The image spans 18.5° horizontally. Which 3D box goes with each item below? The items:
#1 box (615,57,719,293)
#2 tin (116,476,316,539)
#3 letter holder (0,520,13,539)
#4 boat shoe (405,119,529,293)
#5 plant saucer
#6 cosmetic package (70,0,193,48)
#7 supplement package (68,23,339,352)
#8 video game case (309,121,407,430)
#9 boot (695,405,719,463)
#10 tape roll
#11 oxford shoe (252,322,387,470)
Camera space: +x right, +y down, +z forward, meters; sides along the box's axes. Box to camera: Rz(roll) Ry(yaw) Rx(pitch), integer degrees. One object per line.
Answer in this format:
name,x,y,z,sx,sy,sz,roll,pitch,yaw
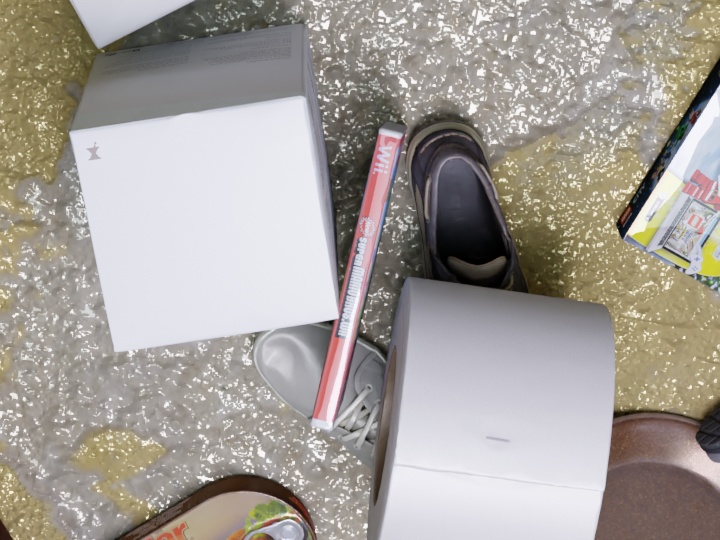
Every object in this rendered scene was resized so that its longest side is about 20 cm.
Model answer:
box,0.290,-0.078,1.562,0.136,0.038,0.201,28,106,-11
tin,-0.124,0.230,1.657,0.199,0.042,0.112,-30,112,9
letter holder,-0.265,0.276,1.579,0.100,0.142,0.201,-32,92,-4
boat shoe,0.076,-0.004,1.562,0.074,0.073,0.201,-18,109,5
plant saucer,0.223,0.201,1.604,0.199,0.201,0.037,14,148,-7
cosmetic package,-0.110,-0.243,1.466,0.199,0.085,0.108,-24,108,7
supplement package,-0.098,-0.060,1.469,0.151,0.200,0.151,-8,109,2
video game case,0.000,0.000,1.503,0.017,0.143,0.201,13,96,1
boot,0.356,0.131,1.619,0.199,0.070,0.132,-23,110,3
tape roll,0.084,0.113,1.486,0.138,0.203,0.204,8,109,-2
oxford shoe,0.007,0.105,1.608,0.200,0.058,0.075,40,107,-12
